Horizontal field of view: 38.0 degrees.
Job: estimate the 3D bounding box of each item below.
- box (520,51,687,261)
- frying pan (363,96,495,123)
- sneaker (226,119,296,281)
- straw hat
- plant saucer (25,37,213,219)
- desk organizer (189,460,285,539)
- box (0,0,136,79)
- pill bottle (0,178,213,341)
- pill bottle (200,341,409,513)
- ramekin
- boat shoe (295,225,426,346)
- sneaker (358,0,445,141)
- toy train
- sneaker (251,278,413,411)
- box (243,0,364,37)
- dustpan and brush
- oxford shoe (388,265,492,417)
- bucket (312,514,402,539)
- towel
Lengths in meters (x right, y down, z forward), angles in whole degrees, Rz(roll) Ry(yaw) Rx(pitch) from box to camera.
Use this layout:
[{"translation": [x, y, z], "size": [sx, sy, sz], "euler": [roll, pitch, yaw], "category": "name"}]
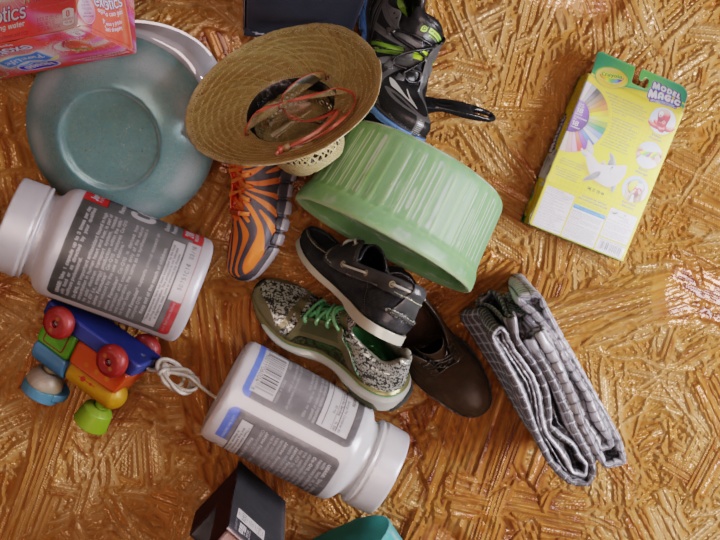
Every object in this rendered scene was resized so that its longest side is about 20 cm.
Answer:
[{"translation": [0.265, -0.124, 1.135], "size": [0.117, 0.048, 0.200], "euler": [22, 96, -6], "category": "box"}, {"translation": [0.042, -0.194, 1.111], "size": [0.190, 0.031, 0.115], "euler": [-7, 63, -30], "category": "frying pan"}, {"translation": [-0.125, -0.095, 1.071], "size": [0.112, 0.077, 0.201], "euler": [19, 82, -42], "category": "sneaker"}, {"translation": [-0.060, -0.137, 0.986], "size": [0.201, 0.201, 0.085], "euler": [-28, 136, -1], "category": "straw hat"}, {"translation": [-0.250, -0.137, 1.066], "size": [0.200, 0.039, 0.202], "euler": [2, 111, 4], "category": "plant saucer"}, {"translation": [-0.128, 0.274, 1.064], "size": [0.072, 0.200, 0.077], "euler": [43, 93, -7], "category": "desk organizer"}, {"translation": [-0.325, -0.253, 1.008], "size": [0.199, 0.095, 0.103], "euler": [-6, 85, 22], "category": "box"}, {"translation": [-0.261, -0.014, 1.059], "size": [0.200, 0.114, 0.114], "euler": [22, 93, -13], "category": "pill bottle"}, {"translation": [-0.056, 0.169, 1.103], "size": [0.200, 0.114, 0.114], "euler": [29, 92, -6], "category": "pill bottle"}, {"translation": [0.044, -0.067, 1.051], "size": [0.200, 0.200, 0.098], "euler": [29, 85, -7], "category": "ramekin"}, {"translation": [0.000, 0.000, 1.060], "size": [0.072, 0.200, 0.068], "euler": [18, 106, -38], "category": "boat shoe"}, {"translation": [0.043, -0.217, 1.047], "size": [0.071, 0.083, 0.200], "euler": [24, 51, -37], "category": "sneaker"}, {"translation": [-0.254, 0.122, 1.081], "size": [0.200, 0.085, 0.116], "euler": [33, 104, 12], "category": "toy train"}, {"translation": [-0.021, 0.057, 1.088], "size": [0.200, 0.089, 0.077], "euler": [33, 49, 7], "category": "sneaker"}, {"translation": [-0.051, -0.342, 1.003], "size": [0.117, 0.197, 0.201], "euler": [4, 87, -6], "category": "box"}, {"translation": [-0.174, -0.197, 1.092], "size": [0.199, 0.057, 0.140], "euler": [-4, 110, 5], "category": "dustpan and brush"}, {"translation": [0.078, 0.091, 1.116], "size": [0.073, 0.084, 0.200], "euler": [-39, 110, 3], "category": "oxford shoe"}, {"translation": [-0.016, 0.359, 1.087], "size": [0.207, 0.207, 0.135], "euler": [-29, 93, -1], "category": "bucket"}, {"translation": [0.185, 0.111, 1.093], "size": [0.085, 0.166, 0.200], "euler": [-29, 97, 5], "category": "towel"}]
